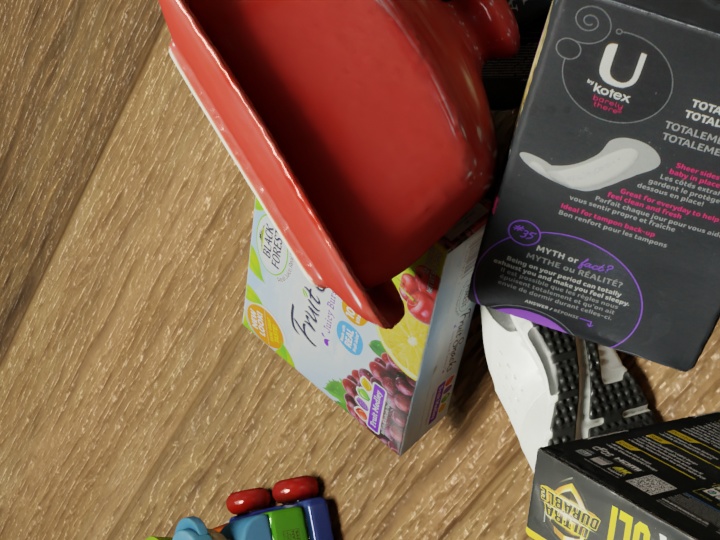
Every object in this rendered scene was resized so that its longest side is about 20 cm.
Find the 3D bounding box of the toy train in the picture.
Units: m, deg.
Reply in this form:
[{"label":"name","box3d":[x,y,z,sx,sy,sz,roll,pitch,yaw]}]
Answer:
[{"label":"toy train","box3d":[-0.113,0.209,1.260,0.199,0.115,0.086,-22,75,54]}]

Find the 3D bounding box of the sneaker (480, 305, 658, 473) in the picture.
[{"label":"sneaker","box3d":[0.116,0.074,0.967,0.080,0.073,0.202,131,131,-64]}]

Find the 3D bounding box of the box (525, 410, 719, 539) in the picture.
[{"label":"box","box3d":[0.196,0.123,0.763,0.199,0.158,0.050,27,115,50]}]

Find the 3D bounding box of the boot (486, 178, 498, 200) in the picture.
[{"label":"boot","box3d":[0.002,-0.047,1.108,0.200,0.066,0.177,-41,60,51]}]

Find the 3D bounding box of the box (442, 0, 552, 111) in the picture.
[{"label":"box","box3d":[0.087,-0.187,0.930,0.200,0.106,0.150,-26,73,54]}]

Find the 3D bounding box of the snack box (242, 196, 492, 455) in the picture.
[{"label":"snack box","box3d":[0.000,0.000,1.020,0.142,0.053,0.201,39,145,23]}]

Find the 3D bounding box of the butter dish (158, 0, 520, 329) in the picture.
[{"label":"butter dish","box3d":[0.009,-0.088,0.827,0.201,0.147,0.199,58,-175,1]}]

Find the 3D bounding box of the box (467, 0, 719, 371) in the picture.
[{"label":"box","box3d":[0.135,-0.068,0.797,0.201,0.121,0.107,105,-176,-48]}]
